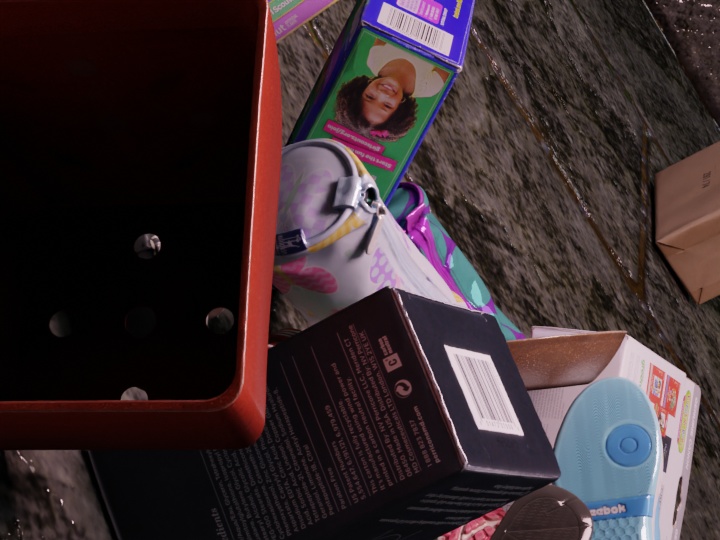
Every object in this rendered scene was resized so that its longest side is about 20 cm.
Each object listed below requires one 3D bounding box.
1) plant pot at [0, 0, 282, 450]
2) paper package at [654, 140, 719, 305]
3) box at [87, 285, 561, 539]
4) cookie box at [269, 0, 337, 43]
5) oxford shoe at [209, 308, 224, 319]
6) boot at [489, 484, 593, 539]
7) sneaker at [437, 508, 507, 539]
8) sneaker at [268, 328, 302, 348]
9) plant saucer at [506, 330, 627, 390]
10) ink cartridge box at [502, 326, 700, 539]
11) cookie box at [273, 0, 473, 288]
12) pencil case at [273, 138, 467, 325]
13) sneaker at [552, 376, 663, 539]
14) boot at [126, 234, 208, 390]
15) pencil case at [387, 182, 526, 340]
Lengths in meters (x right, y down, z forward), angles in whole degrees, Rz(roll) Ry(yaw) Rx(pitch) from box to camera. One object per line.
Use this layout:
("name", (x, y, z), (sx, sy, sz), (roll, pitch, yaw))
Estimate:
("plant pot", (-0.127, -0.002, 1.033), (0.176, 0.200, 0.200), (63, 28, -66))
("paper package", (0.459, -0.078, 2.659), (0.104, 0.190, 0.200), (55, 22, -20))
("box", (-0.017, 0.104, 1.188), (0.148, 0.200, 0.107), (17, 48, -65))
("cookie box", (-0.075, -0.210, 1.510), (0.075, 0.171, 0.200), (52, 22, -17))
("oxford shoe", (-0.087, -0.031, 1.381), (0.071, 0.073, 0.200), (52, 22, -27))
("boot", (0.071, 0.239, 1.383), (0.073, 0.200, 0.151), (32, -23, 11))
("sneaker", (0.103, 0.259, 1.500), (0.075, 0.081, 0.200), (91, -19, -68))
("sneaker", (-0.003, 0.119, 1.395), (0.200, 0.078, 0.116), (61, 20, -7))
("plant saucer", (0.089, 0.070, 1.536), (0.200, 0.200, 0.037), (3, 81, -68))
("ink cartridge box", (0.184, 0.162, 1.674), (0.176, 0.084, 0.200), (30, 68, -58))
("cookie box", (-0.001, -0.099, 1.475), (0.075, 0.200, 0.171), (25, 26, -5))
("pencil case", (0.000, 0.000, 1.354), (0.200, 0.091, 0.083), (53, 28, -51))
("sneaker", (0.179, 0.184, 1.530), (0.131, 0.079, 0.200), (59, 33, -66))
("boot", (-0.165, -0.038, 1.200), (0.154, 0.073, 0.204), (38, 24, -46))
("pencil case", (0.066, 0.030, 1.668), (0.085, 0.092, 0.200), (-49, 116, -23))
